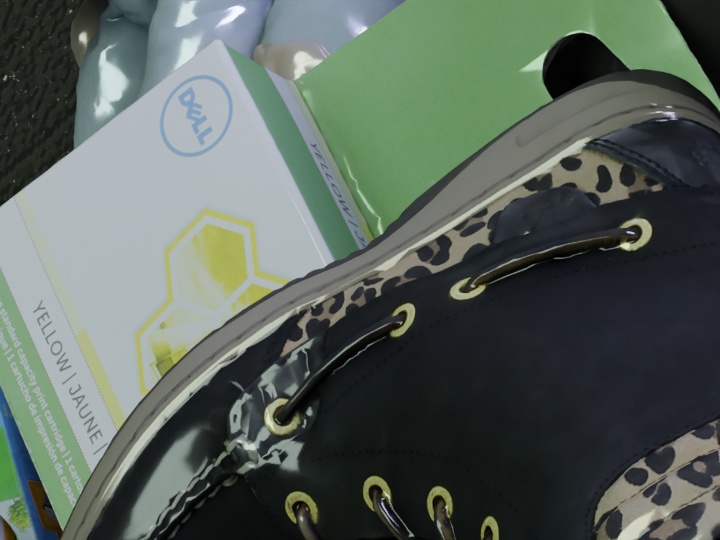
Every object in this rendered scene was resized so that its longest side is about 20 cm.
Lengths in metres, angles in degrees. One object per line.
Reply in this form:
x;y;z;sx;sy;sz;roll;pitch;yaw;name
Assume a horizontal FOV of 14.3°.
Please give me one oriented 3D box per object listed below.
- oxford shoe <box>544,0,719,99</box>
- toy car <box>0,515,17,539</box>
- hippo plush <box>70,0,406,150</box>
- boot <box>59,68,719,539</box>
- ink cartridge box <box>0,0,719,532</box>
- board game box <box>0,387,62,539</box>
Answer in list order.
0.139;-0.084;0.762;0.199;0.071;0.071;-22;35;31;oxford shoe
-0.129;0.095;0.759;0.184;0.176;0.201;135;143;-64;toy car
-0.062;-0.107;0.835;0.200;0.160;0.160;-46;33;19;hippo plush
0.025;0.059;0.619;0.200;0.073;0.151;-38;36;5;boot
0.000;0.000;0.746;0.200;0.048;0.146;-37;61;18;ink cartridge box
-0.133;0.156;0.905;0.151;0.037;0.201;-37;55;23;board game box
